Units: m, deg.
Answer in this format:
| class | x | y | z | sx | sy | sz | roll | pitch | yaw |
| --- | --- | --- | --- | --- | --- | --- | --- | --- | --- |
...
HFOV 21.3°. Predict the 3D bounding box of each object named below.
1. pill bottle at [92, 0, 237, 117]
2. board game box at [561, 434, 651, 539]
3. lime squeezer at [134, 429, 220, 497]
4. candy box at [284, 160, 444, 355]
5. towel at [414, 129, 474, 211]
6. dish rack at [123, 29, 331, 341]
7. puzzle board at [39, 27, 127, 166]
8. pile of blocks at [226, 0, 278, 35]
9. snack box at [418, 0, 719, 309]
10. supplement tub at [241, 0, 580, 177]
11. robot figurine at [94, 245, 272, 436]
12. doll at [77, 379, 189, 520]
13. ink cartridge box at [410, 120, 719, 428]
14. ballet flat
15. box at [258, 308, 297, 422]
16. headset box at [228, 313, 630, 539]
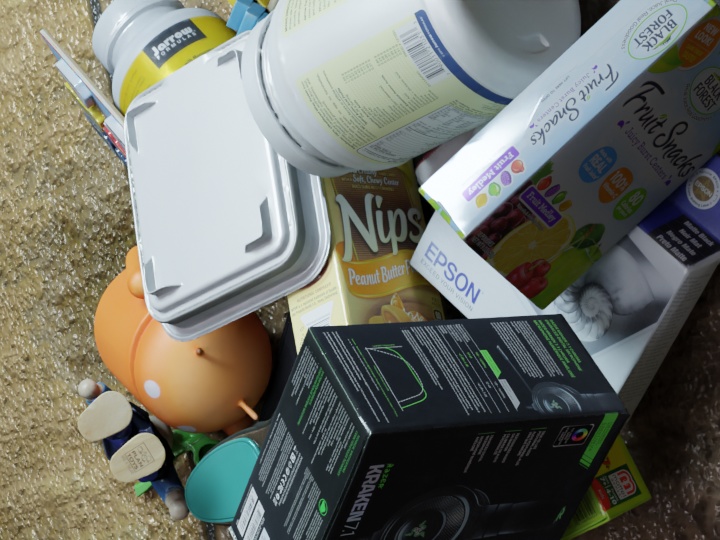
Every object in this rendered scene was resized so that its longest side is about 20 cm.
| class | x | y | z | sx | sy | sz | roll | pitch | yaw |
| --- | --- | --- | --- | --- | --- | --- | --- | --- | --- |
| pill bottle | -0.124 | -0.133 | 1.493 | 0.200 | 0.112 | 0.112 | 47 | 125 | 28 |
| board game box | 0.097 | 0.149 | 1.298 | 0.200 | 0.047 | 0.102 | -37 | 75 | 46 |
| lime squeezer | -0.133 | 0.171 | 1.603 | 0.199 | 0.038 | 0.071 | 4 | 99 | 43 |
| candy box | 0.000 | 0.000 | 1.359 | 0.055 | 0.115 | 0.201 | -25 | 64 | 34 |
| towel | 0.126 | -0.038 | 1.331 | 0.144 | 0.023 | 0.201 | -48 | 64 | 37 |
| dish rack | -0.107 | -0.065 | 1.362 | 0.171 | 0.043 | 0.201 | -26 | 63 | 35 |
| puzzle board | -0.184 | -0.095 | 1.552 | 0.017 | 0.151 | 0.200 | -40 | 62 | -7 |
| pile of blocks | -0.045 | -0.185 | 1.430 | 0.200 | 0.082 | 0.062 | 45 | 125 | 30 |
| snack box | 0.147 | -0.078 | 1.165 | 0.200 | 0.142 | 0.053 | -43 | 60 | 6 |
| supplement tub | 0.030 | -0.152 | 1.262 | 0.199 | 0.145 | 0.146 | -24 | 80 | 42 |
| robot figurine | -0.142 | 0.057 | 1.516 | 0.200 | 0.116 | 0.145 | 33 | 119 | 59 |
| doll | -0.176 | 0.138 | 1.506 | 0.048 | 0.200 | 0.137 | -38 | 87 | -4 |
| ink cartridge box | 0.142 | -0.027 | 1.275 | 0.200 | 0.040 | 0.201 | 43 | 122 | 31 |
| ballet flat | -0.053 | 0.139 | 1.437 | 0.200 | 0.068 | 0.068 | -37 | 69 | 42 |
| box | 0.011 | 0.125 | 1.452 | 0.200 | 0.043 | 0.161 | 35 | 120 | 35 |
| headset box | 0.045 | 0.122 | 1.169 | 0.093 | 0.199 | 0.175 | 58 | 137 | 40 |
